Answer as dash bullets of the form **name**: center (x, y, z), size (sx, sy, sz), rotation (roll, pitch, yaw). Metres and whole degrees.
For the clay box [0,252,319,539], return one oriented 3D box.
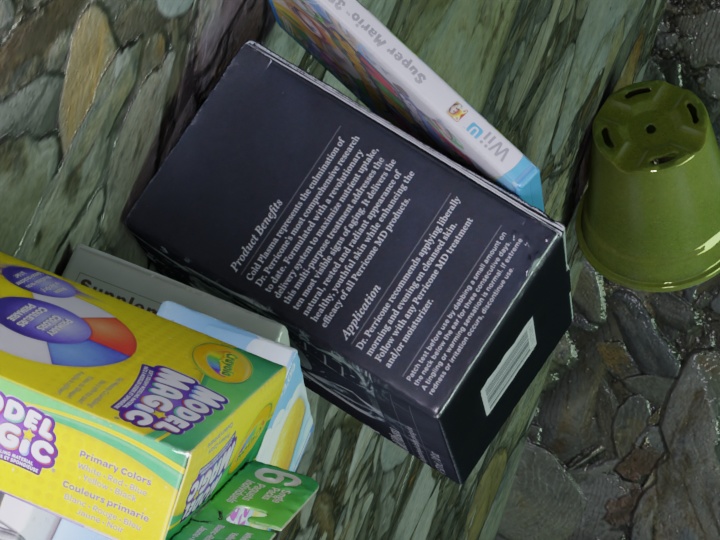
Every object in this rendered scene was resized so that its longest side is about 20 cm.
- **clay box**: center (-0.114, 0.042, 1.031), size (0.115, 0.199, 0.048), rotation (-43, 152, -69)

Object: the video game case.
- **video game case**: center (0.021, -0.095, 1.494), size (0.018, 0.200, 0.143), rotation (-45, 166, -7)

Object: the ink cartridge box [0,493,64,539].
- **ink cartridge box**: center (-0.167, 0.113, 1.214), size (0.145, 0.084, 0.200), rotation (84, 28, -69)

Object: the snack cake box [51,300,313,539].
- **snack cake box**: center (-0.090, 0.128, 1.221), size (0.115, 0.067, 0.200), rotation (84, 28, -70)

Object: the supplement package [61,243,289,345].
- **supplement package**: center (-0.121, 0.112, 1.358), size (0.117, 0.117, 0.200), rotation (83, 29, -67)

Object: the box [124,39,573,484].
- **box**: center (0.000, 0.000, 1.502), size (0.124, 0.196, 0.200), rotation (-55, 167, -9)

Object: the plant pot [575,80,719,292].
- **plant pot**: center (0.334, -0.108, 3.156), size (0.184, 0.200, 0.201), rotation (75, 36, -54)
